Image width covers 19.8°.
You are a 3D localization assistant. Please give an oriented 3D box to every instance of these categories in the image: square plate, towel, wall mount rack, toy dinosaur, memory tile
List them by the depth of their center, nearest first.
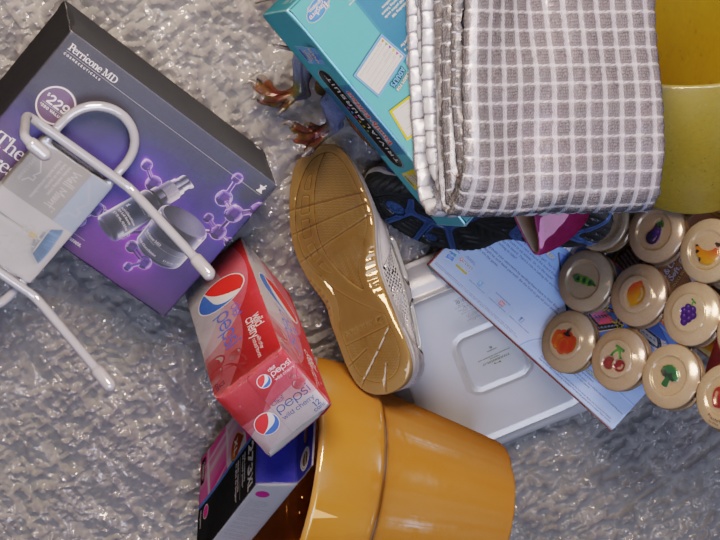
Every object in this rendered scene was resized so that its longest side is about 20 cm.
[{"bbox_3d":[0.122,-0.136,1.400,0.165,0.086,0.201,-3,93,-23],"label":"towel"},{"bbox_3d":[-0.212,-0.016,1.492,0.174,0.075,0.200,36,106,-24],"label":"wall mount rack"},{"bbox_3d":[-0.014,-0.183,1.521,0.200,0.105,0.182,6,132,-45],"label":"toy dinosaur"},{"bbox_3d":[0.233,0.027,1.575,0.017,0.200,0.154,15,93,-51],"label":"memory tile"},{"bbox_3d":[0.105,0.066,1.708,0.199,0.028,0.199,-23,118,-1],"label":"square plate"}]

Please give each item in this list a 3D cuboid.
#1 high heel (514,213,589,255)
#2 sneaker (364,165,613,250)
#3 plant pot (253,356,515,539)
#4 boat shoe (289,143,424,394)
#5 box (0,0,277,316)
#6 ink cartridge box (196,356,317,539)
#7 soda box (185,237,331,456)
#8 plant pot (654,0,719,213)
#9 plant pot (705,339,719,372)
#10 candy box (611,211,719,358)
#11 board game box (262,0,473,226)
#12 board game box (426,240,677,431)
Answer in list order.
[{"bbox_3d":[0.097,-0.107,1.528,0.200,0.067,0.096,47,65,-7],"label":"high heel"},{"bbox_3d":[0.101,-0.065,1.616,0.199,0.077,0.076,5,147,11],"label":"sneaker"},{"bbox_3d":[0.017,0.182,1.649,0.183,0.200,0.201,12,112,-19],"label":"plant pot"},{"bbox_3d":[0.000,0.000,1.611,0.071,0.069,0.201,-19,83,22],"label":"boat shoe"},{"bbox_3d":[-0.185,-0.082,1.551,0.200,0.079,0.141,36,101,-24],"label":"box"},{"bbox_3d":[-0.083,0.151,1.619,0.037,0.095,0.200,14,145,-19],"label":"ink cartridge box"},{"bbox_3d":[-0.081,0.054,1.566,0.063,0.200,0.070,-37,117,5],"label":"soda box"},{"bbox_3d":[0.252,-0.129,1.563,0.199,0.200,0.142,-12,126,-6],"label":"plant pot"},{"bbox_3d":[0.373,0.046,1.618,0.200,0.201,0.178,15,123,-18],"label":"plant pot"},{"bbox_3d":[0.310,-0.036,1.688,0.115,0.055,0.200,34,105,-24],"label":"candy box"},{"bbox_3d":[0.051,-0.155,1.443,0.151,0.047,0.200,-46,110,-17],"label":"board game box"},{"bbox_3d":[0.161,0.024,1.652,0.200,0.019,0.103,42,92,-1],"label":"board game box"}]
